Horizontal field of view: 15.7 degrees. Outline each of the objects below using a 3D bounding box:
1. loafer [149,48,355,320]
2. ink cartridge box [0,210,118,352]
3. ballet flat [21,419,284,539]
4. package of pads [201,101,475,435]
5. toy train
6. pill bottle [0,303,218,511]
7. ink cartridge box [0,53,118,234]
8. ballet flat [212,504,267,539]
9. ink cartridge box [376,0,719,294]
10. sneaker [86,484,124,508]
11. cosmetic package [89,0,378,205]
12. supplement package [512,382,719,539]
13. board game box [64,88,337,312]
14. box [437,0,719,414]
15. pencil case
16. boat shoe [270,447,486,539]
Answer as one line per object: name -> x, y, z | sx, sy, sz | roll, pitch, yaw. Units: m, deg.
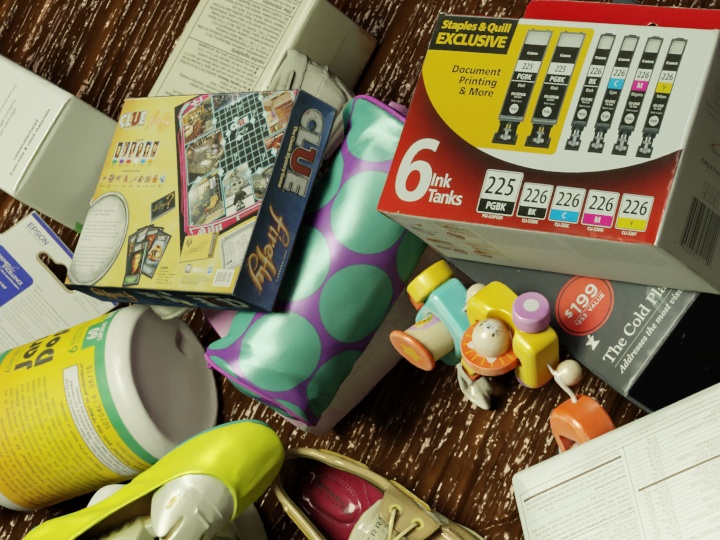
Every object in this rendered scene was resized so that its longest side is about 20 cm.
loafer -> -0.082, -0.057, 1.719 | 0.200, 0.070, 0.070 | -54, 15, -13
ink cartridge box -> -0.277, 0.038, 1.879 | 0.200, 0.095, 0.037 | -33, 21, 21
ballet flat -> -0.134, 0.165, 1.654 | 0.200, 0.067, 0.067 | -27, 29, 16
package of pads -> 0.000, 0.000, 1.712 | 0.200, 0.076, 0.121 | -46, 50, 10
toy train -> 0.085, 0.074, 1.564 | 0.056, 0.150, 0.200 | -34, 30, -20
pill bottle -> -0.208, 0.101, 1.791 | 0.200, 0.113, 0.113 | -20, 60, 28
ink cartridge box -> -0.243, -0.099, 1.885 | 0.200, 0.146, 0.084 | 30, 89, 41
ballet flat -> -0.090, 0.201, 1.694 | 0.069, 0.069, 0.200 | -39, 52, 15
ink cartridge box -> 0.132, -0.091, 1.518 | 0.200, 0.084, 0.176 | 7, 74, 38
sneaker -> -0.136, 0.237, 1.710 | 0.082, 0.074, 0.201 | -12, 75, 30
cosmetic package -> -0.087, -0.103, 1.812 | 0.103, 0.087, 0.200 | 27, 86, 39
supplement package -> 0.205, 0.198, 1.401 | 0.147, 0.191, 0.200 | -27, 56, 24
board game box -> -0.104, -0.045, 1.652 | 0.200, 0.035, 0.136 | 3, 72, 53
box -> 0.181, -0.032, 1.579 | 0.182, 0.104, 0.200 | 38, 94, 41
pencil case -> -0.017, -0.006, 1.625 | 0.092, 0.085, 0.200 | 32, 91, 43
boat shoe -> 0.015, 0.171, 1.630 | 0.200, 0.066, 0.074 | 27, 87, 40
